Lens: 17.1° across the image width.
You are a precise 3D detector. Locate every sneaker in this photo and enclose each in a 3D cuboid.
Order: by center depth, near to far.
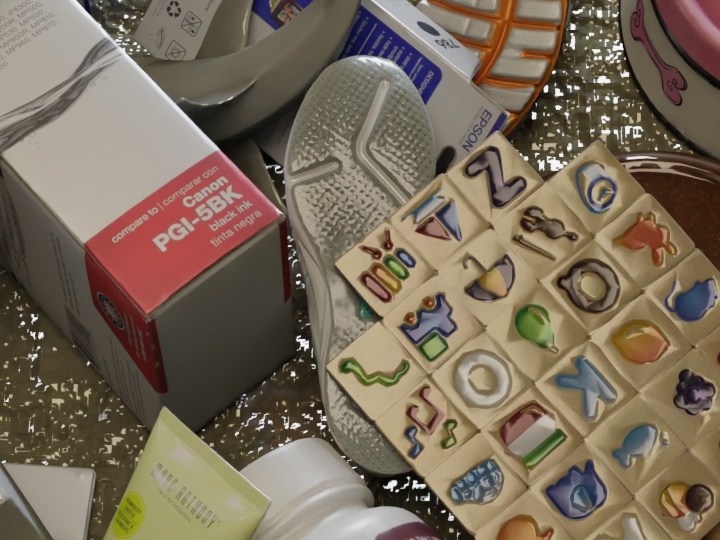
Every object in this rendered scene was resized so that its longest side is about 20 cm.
[{"bbox_3d":[0.000,0.000,1.117,0.070,0.080,0.200,-2,78,-5],"label":"sneaker"},{"bbox_3d":[0.079,-0.138,1.203,0.078,0.077,0.200,21,85,18],"label":"sneaker"}]

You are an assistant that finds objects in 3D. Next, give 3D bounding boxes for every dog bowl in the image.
[{"bbox_3d":[0.230,-0.144,1.194,0.200,0.074,0.200,-1,64,2],"label":"dog bowl"}]

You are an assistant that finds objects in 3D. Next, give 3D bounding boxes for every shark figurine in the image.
[{"bbox_3d":[-0.053,-0.104,1.128,0.214,0.089,0.128,-39,78,32],"label":"shark figurine"}]

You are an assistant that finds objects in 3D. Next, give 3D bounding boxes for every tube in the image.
[{"bbox_3d":[-0.105,0.162,1.023,0.058,0.052,0.200,27,103,-2],"label":"tube"}]

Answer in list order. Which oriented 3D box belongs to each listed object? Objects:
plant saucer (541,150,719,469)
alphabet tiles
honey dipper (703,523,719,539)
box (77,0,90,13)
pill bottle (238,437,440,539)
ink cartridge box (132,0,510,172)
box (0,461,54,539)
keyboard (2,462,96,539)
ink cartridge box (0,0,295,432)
[{"bbox_3d":[0.134,0.018,1.128,0.200,0.034,0.200,-4,56,6],"label":"plant saucer"},{"bbox_3d":[0.090,0.041,1.071,0.166,0.006,0.200,-40,82,-13],"label":"alphabet tiles"},{"bbox_3d":[0.158,0.151,1.079,0.038,0.038,0.200,10,62,8],"label":"honey dipper"},{"bbox_3d":[-0.245,-0.198,1.188,0.200,0.184,0.105,41,72,19],"label":"box"},{"bbox_3d":[0.012,0.175,1.030,0.114,0.114,0.200,-37,67,-13],"label":"pill bottle"},{"bbox_3d":[-0.015,-0.097,1.177,0.200,0.039,0.099,42,115,20],"label":"ink cartridge box"},{"bbox_3d":[-0.218,0.121,1.015,0.152,0.200,0.106,-34,71,-9],"label":"box"},{"bbox_3d":[-0.227,0.113,1.134,0.200,0.011,0.056,4,60,5],"label":"keyboard"},{"bbox_3d":[-0.125,-0.035,1.121,0.083,0.147,0.200,-37,69,-18],"label":"ink cartridge box"}]
